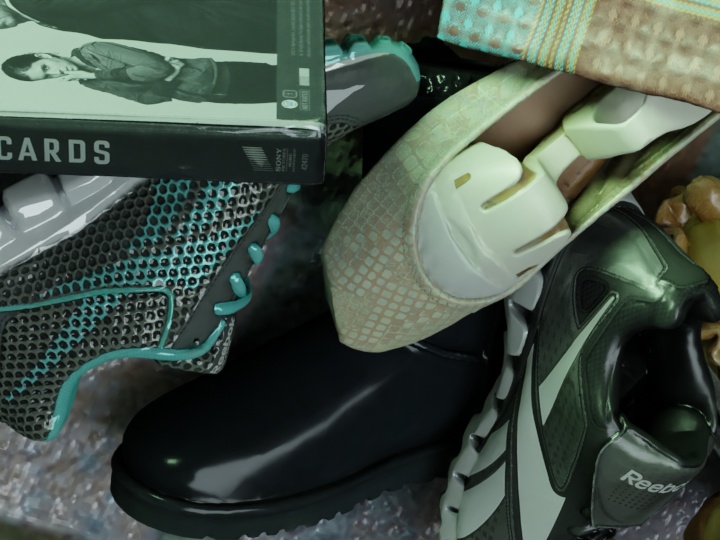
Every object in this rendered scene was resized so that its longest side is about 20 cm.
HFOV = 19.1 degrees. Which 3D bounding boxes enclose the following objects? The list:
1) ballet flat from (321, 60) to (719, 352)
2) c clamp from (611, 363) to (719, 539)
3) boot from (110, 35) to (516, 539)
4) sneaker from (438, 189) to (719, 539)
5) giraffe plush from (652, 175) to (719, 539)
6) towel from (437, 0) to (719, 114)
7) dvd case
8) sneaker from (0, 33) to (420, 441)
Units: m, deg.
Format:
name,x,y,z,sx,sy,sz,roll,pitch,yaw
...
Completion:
name,x,y,z,sx,sy,sz,roll,pitch,yaw
ballet flat,0.067,-0.043,0.727,0.200,0.062,0.068,-42,110,-1
c clamp,0.131,0.117,0.845,0.027,0.171,0.201,-18,134,-23
boot,0.000,0.000,0.798,0.199,0.076,0.169,-10,118,-29
sneaker,0.084,0.069,0.789,0.066,0.090,0.201,-7,120,-36
giraffe plush,0.169,0.034,0.862,0.172,0.200,0.162,-39,88,9
towel,0.105,-0.155,0.674,0.022,0.146,0.201,-8,112,-60
dvd case,-0.110,-0.078,0.640,0.198,0.151,0.025,2,125,-3
sneaker,-0.060,-0.011,0.745,0.199,0.078,0.092,-29,94,7
